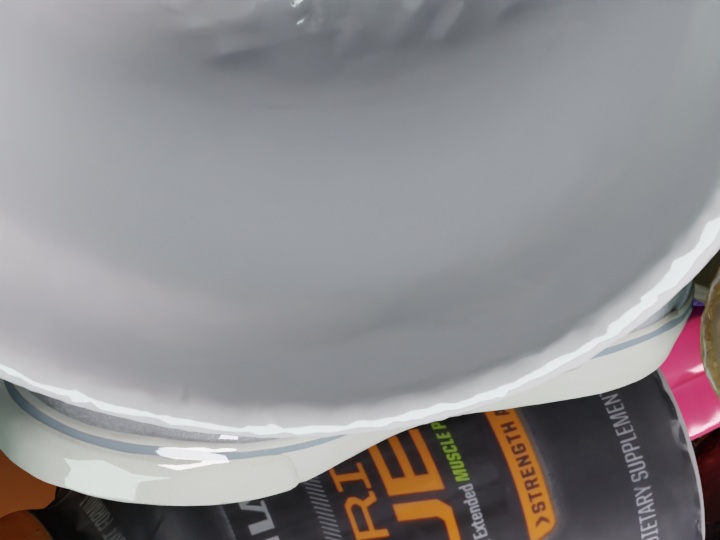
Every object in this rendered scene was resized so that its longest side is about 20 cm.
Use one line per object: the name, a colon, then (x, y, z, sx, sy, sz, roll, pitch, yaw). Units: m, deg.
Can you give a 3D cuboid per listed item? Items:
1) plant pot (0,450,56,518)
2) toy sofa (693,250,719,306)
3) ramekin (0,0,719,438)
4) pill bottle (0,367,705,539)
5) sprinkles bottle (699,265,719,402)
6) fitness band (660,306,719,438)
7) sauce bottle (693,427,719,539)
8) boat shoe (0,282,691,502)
plant pot: (-0.107, 0.007, 0.808, 0.199, 0.140, 0.201, -22, 148, -14)
toy sofa: (0.049, -0.017, 0.869, 0.199, 0.083, 0.097, -9, 158, 44)
ramekin: (-0.019, -0.076, 0.485, 0.199, 0.098, 0.201, 5, 128, 6)
pill bottle: (-0.013, 0.079, 0.754, 0.199, 0.107, 0.106, -16, 175, -24)
sprinkles bottle: (0.152, 0.033, 0.781, 0.068, 0.069, 0.200, 0, 169, 20)
fitness band: (0.077, 0.036, 0.930, 0.199, 0.038, 0.144, -25, -172, 4)
sauce bottle: (0.135, 0.078, 0.901, 0.066, 0.066, 0.200, -2, -160, 26)
boat shoe: (0.001, 0.000, 0.688, 0.200, 0.072, 0.070, -13, -140, -29)
